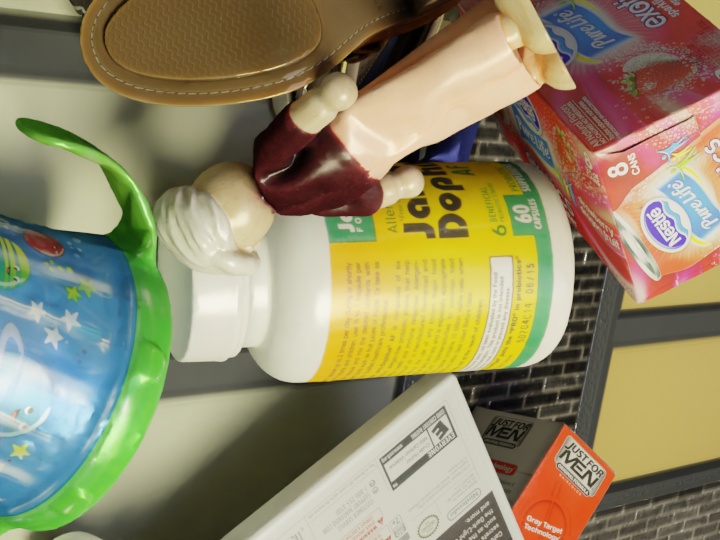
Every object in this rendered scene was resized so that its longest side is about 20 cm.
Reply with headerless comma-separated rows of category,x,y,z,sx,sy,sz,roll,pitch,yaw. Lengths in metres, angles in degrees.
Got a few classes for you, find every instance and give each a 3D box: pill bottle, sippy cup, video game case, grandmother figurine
pill bottle,0.000,0.000,0.805,0.199,0.113,0.113,-2,108,-19
sippy cup,-0.172,0.029,0.661,0.130,0.139,0.179,29,57,-39
video game case,0.008,0.183,0.868,0.200,0.023,0.182,-37,118,-25
grandmother figurine,-0.003,-0.058,0.700,0.199,0.061,0.121,-28,144,10

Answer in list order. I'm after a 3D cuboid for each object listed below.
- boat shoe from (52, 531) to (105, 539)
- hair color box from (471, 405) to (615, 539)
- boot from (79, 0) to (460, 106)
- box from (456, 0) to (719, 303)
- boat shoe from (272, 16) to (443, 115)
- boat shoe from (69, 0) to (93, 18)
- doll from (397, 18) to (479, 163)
boat shoe,-0.112,0.206,0.840,0.064,0.070,0.201,-74,144,-52
hair color box,0.068,0.189,0.991,0.061,0.101,0.200,43,71,-26
boot,-0.038,-0.115,0.722,0.199,0.155,0.074,-18,93,-15
box,0.133,-0.088,0.814,0.095,0.200,0.100,-25,127,-2
boat shoe,0.024,-0.159,0.849,0.072,0.059,0.201,41,74,-47
boat shoe,-0.115,-0.162,0.691,0.202,0.060,0.072,87,17,-47
doll,0.027,-0.040,0.907,0.136,0.048,0.201,31,80,-48
